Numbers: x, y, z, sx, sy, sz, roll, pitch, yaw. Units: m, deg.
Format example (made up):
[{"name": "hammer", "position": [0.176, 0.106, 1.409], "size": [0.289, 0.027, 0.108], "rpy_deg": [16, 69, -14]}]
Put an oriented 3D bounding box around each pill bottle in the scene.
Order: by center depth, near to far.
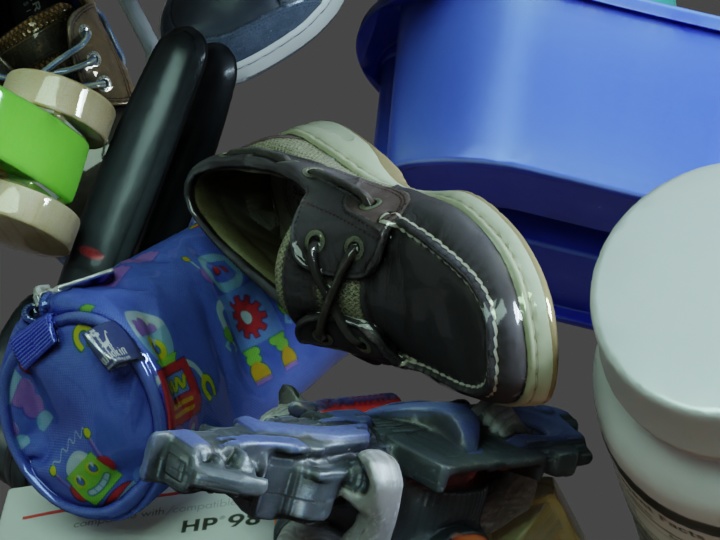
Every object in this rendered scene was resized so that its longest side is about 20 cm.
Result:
[{"name": "pill bottle", "position": [0.142, 0.054, 0.981], "size": [0.113, 0.200, 0.114], "rpy_deg": [-7, 57, 11]}]

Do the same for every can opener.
[{"name": "can opener", "position": [-0.099, -0.002, 1.134], "size": [0.078, 0.063, 0.201], "rpy_deg": [24, 96, 16]}]

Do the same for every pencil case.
[{"name": "pencil case", "position": [-0.059, 0.020, 1.074], "size": [0.078, 0.200, 0.087], "rpy_deg": [-25, 95, 35]}]

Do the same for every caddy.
[{"name": "caddy", "position": [0.092, -0.051, 1.083], "size": [0.199, 0.141, 0.105], "rpy_deg": [13, 66, -2]}]

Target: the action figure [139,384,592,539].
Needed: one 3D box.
[{"name": "action figure", "position": [0.009, 0.105, 0.934], "size": [0.193, 0.200, 0.105], "rpy_deg": [45, 120, 41]}]

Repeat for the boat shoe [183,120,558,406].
[{"name": "boat shoe", "position": [0.000, 0.000, 0.985], "size": [0.065, 0.072, 0.200], "rpy_deg": [-12, 26, -24]}]

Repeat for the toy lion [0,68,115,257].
[{"name": "toy lion", "position": [-0.225, -0.069, 1.127], "size": [0.200, 0.191, 0.069], "rpy_deg": [0, 67, 49]}]

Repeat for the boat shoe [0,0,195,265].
[{"name": "boat shoe", "position": [-0.133, -0.078, 1.219], "size": [0.072, 0.072, 0.200], "rpy_deg": [-29, 56, -3]}]

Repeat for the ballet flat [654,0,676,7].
[{"name": "ballet flat", "position": [0.103, -0.139, 1.203], "size": [0.072, 0.068, 0.201], "rpy_deg": [-11, 59, 33]}]

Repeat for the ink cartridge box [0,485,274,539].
[{"name": "ink cartridge box", "position": [-0.076, 0.131, 1.030], "size": [0.115, 0.067, 0.200], "rpy_deg": [-9, 32, 9]}]

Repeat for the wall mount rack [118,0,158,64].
[{"name": "wall mount rack", "position": [-0.143, -0.159, 1.171], "size": [0.075, 0.173, 0.200], "rpy_deg": [-58, 25, 26]}]

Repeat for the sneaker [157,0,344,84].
[{"name": "sneaker", "position": [-0.030, -0.186, 1.213], "size": [0.077, 0.146, 0.202], "rpy_deg": [33, 74, 28]}]

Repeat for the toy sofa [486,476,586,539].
[{"name": "toy sofa", "position": [0.043, 0.181, 1.003], "size": [0.097, 0.083, 0.201], "rpy_deg": [-15, 56, 12]}]
